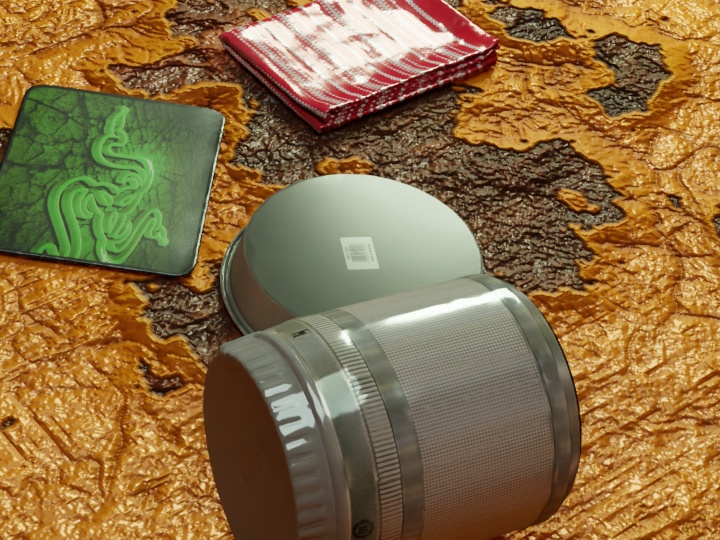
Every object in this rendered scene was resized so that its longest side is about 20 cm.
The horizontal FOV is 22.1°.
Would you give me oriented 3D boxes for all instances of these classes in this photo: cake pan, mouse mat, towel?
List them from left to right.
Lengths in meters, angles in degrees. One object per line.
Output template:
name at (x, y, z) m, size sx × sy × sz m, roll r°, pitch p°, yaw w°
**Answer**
mouse mat at (-0.190, -0.072, 1.382) m, size 0.160 × 0.008 × 0.201 m, roll 8°, pitch 43°, yaw -2°
cake pan at (0.000, 0.000, 1.316) m, size 0.199 × 0.037 × 0.201 m, roll 5°, pitch 42°, yaw -5°
towel at (0.002, -0.188, 1.535) m, size 0.199 × 0.023 × 0.145 m, roll -25°, pitch 51°, yaw -32°

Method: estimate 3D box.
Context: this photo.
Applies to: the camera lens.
camera lens at (0.022, 0.096, 1.121) m, size 0.199 × 0.161 × 0.160 m, roll -14°, pitch 47°, yaw -24°
